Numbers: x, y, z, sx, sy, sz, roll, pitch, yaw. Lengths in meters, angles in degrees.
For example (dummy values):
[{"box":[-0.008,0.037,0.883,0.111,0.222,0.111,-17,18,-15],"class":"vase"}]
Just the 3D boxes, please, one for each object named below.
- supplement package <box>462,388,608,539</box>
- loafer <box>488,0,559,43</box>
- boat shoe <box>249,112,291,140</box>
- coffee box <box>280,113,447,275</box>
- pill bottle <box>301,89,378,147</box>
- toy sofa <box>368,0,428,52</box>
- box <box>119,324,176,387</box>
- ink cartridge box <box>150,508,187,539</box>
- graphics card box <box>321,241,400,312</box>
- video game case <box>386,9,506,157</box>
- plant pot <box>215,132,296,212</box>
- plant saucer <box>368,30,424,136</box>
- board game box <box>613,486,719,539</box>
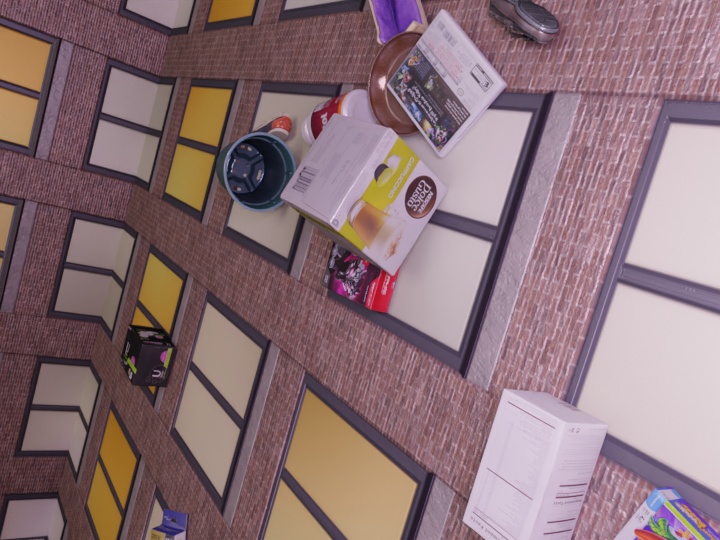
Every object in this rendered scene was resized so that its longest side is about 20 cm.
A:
[{"box":[0.241,0.284,0.858,0.113,0.108,0.204,24,99,52],"class":"supplement package"},{"box":[0.276,-0.430,1.057,0.202,0.070,0.064,-108,27,-43],"class":"loafer"},{"box":[-0.261,-0.390,1.739,0.198,0.070,0.064,-8,68,50],"class":"boat shoe"},{"box":[0.006,-0.147,1.177,0.202,0.197,0.199,-56,39,-4],"class":"coffee box"},{"box":[-0.049,-0.336,1.410,0.198,0.111,0.116,-1,80,53],"class":"pill bottle"},{"box":[0.081,-0.557,1.311,0.083,0.096,0.203,-38,52,41],"class":"toy sofa"},{"box":[-0.741,0.295,2.141,0.199,0.123,0.151,27,102,53],"class":"box"},{"box":[-0.582,0.834,1.850,0.196,0.046,0.204,-20,68,50],"class":"ink cartridge box"},{"box":[0.000,0.000,1.304,0.199,0.050,0.128,23,99,54],"class":"graphics card box"},{"box":[0.157,-0.352,1.167,0.182,0.023,0.202,-47,66,34],"class":"video game case"},{"box":[-0.298,-0.271,1.671,0.195,0.197,0.204,23,99,61],"class":"plant pot"},{"box":[0.100,-0.376,1.251,0.198,0.036,0.205,5,98,40],"class":"plant saucer"},{"box":[0.355,0.384,0.734,0.135,0.044,0.202,49,119,47],"class":"board game box"}]
